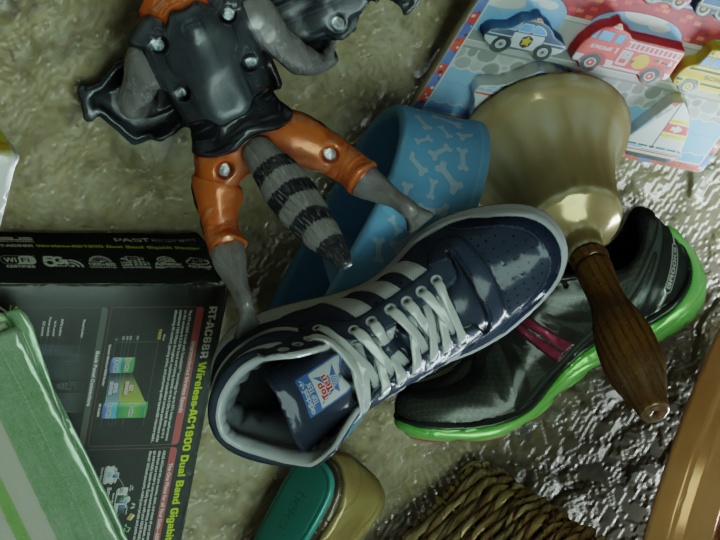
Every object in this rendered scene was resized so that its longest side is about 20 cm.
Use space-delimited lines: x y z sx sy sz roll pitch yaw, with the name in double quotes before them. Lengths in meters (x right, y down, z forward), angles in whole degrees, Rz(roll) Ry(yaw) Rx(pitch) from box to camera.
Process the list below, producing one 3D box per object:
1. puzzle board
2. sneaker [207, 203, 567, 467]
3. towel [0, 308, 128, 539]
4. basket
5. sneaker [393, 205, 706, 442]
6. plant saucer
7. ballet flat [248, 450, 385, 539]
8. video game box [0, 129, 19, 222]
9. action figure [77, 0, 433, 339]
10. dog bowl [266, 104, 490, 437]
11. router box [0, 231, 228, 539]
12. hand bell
"puzzle board" 0.144 -0.121 1.504 0.199 0.017 0.151 10 131 -28
"sneaker" 0.012 0.036 1.381 0.199 0.109 0.070 -24 102 12
"towel" -0.235 0.110 1.423 0.199 0.023 0.153 -17 112 15
"basket" 0.074 0.240 1.604 0.200 0.149 0.143 -45 130 -12
"sneaker" 0.099 0.030 1.574 0.199 0.077 0.084 -32 109 -8
"plant saucer" 0.207 0.117 1.603 0.037 0.200 0.201 18 117 14
"ballet flat" -0.052 0.193 1.597 0.063 0.069 0.200 22 110 -49
"video game box" -0.275 -0.084 1.259 0.199 0.182 0.047 3 117 -25
"action figure" -0.038 -0.094 1.383 0.199 0.105 0.194 -31 89 2
"dog bowl" 0.000 0.000 1.482 0.049 0.112 0.201 24 107 -17
"router box" -0.162 0.078 1.478 0.149 0.062 0.201 1 118 -23
"hand bell" 0.123 0.001 1.465 0.103 0.201 0.104 -10 140 -9
